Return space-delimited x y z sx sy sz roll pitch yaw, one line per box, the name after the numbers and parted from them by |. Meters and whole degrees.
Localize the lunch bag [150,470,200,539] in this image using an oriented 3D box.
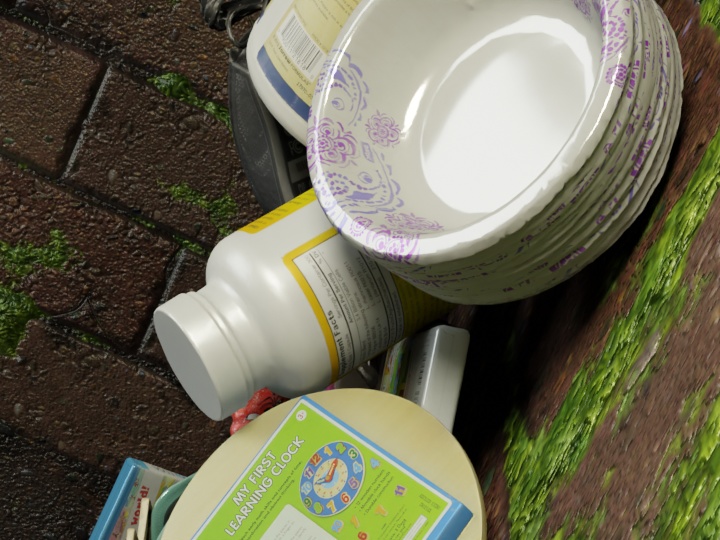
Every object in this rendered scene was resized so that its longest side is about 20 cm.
-0.071 0.219 1.095 0.200 0.121 0.171 -73 -15 -57 | lunch bag

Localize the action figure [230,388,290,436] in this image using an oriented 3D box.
-0.030 0.066 1.209 0.200 0.098 0.066 -54 -47 -63 | action figure

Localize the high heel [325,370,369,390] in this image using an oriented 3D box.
-0.004 0.100 1.388 0.096 0.067 0.202 169 105 -73 | high heel

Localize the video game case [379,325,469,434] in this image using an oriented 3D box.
0.022 0.137 1.055 0.182 0.023 0.202 146 135 -81 | video game case

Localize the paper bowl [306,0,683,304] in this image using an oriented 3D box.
0.078 -0.079 0.948 0.200 0.104 0.202 -20 56 33 | paper bowl

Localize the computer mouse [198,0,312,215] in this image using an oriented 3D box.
-0.049 -0.109 1.220 0.052 0.202 0.138 -9 7 44 | computer mouse

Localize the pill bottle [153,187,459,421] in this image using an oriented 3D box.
-0.018 0.006 1.040 0.199 0.105 0.104 -30 -9 -20 | pill bottle

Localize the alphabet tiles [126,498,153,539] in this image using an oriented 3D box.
-0.135 0.249 1.076 0.167 0.006 0.201 86 -173 -60 | alphabet tiles

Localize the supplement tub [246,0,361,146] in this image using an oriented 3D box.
0.034 -0.172 1.109 0.200 0.144 0.145 -51 12 32 | supplement tub

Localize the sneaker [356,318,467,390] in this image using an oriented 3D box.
0.043 0.065 1.248 0.076 0.070 0.200 -52 14 10 | sneaker

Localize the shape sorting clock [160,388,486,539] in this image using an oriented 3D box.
-0.025 0.155 0.950 0.039 0.199 0.201 50 -123 -52 | shape sorting clock

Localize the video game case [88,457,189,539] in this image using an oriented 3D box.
-0.099 0.222 1.204 0.018 0.199 0.144 29 95 60 | video game case
